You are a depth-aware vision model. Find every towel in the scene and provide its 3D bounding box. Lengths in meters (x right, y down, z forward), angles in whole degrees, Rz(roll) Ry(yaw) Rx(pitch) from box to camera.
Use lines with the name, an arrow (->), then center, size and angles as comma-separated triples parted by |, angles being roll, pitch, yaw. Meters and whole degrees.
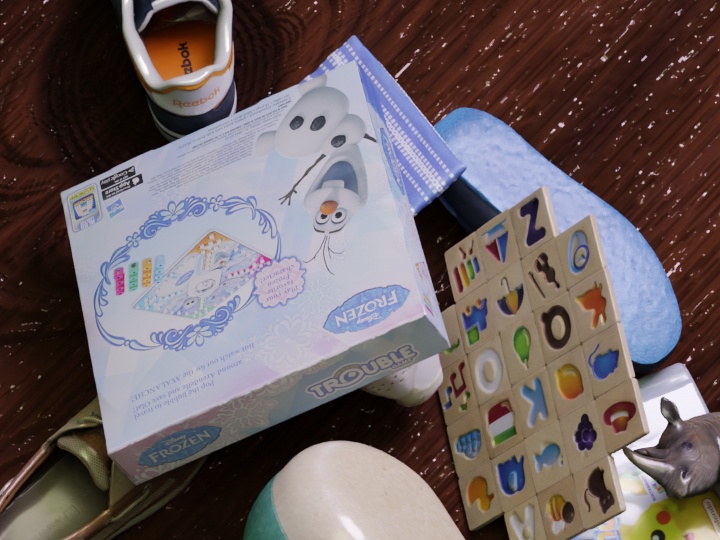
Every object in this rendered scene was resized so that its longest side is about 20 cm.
towel -> -0.049, -0.042, 1.682 | 0.200, 0.024, 0.145 | -38, 47, 1

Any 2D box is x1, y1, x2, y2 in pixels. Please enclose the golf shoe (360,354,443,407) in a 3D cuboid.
golf shoe -> 0.000, 0.000, 1.703 | 0.075, 0.091, 0.200 | -29, 47, 22

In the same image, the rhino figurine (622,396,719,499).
rhino figurine -> 0.231, 0.115, 1.625 | 0.199, 0.060, 0.088 | 7, 37, -29

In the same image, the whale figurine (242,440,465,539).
whale figurine -> 0.017, 0.191, 1.565 | 0.200, 0.159, 0.104 | 46, 112, 1

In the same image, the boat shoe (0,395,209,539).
boat shoe -> -0.148, 0.114, 1.646 | 0.076, 0.072, 0.200 | 38, 72, 12

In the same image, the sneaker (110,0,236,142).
sneaker -> -0.122, -0.181, 1.759 | 0.078, 0.079, 0.201 | -18, 69, -8

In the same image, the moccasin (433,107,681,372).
moccasin -> 0.119, -0.017, 1.710 | 0.080, 0.068, 0.200 | -33, 74, -21

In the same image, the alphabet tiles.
alphabet tiles -> 0.099, 0.062, 1.637 | 0.006, 0.166, 0.201 | 4, 64, -36

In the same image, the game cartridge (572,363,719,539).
game cartridge -> 0.171, 0.165, 1.657 | 0.133, 0.040, 0.200 | -23, 71, -6

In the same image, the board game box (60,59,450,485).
board game box -> -0.065, -0.001, 1.623 | 0.199, 0.043, 0.199 | -23, 49, 11
